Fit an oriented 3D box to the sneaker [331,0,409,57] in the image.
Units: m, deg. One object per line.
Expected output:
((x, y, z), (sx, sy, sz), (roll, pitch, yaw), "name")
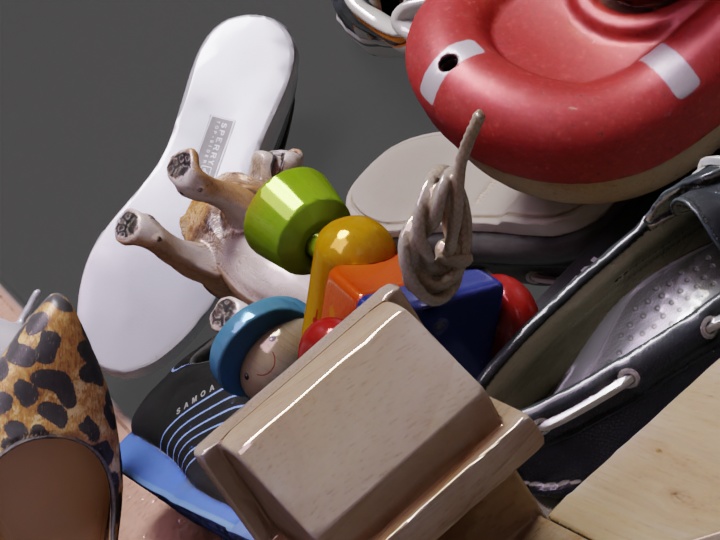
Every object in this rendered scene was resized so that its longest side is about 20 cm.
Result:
((0.025, -0.148, 1.082), (0.078, 0.079, 0.200), (-45, 29, -2), "sneaker")

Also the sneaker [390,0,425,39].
((0.090, -0.091, 0.898), (0.200, 0.088, 0.075), (15, 106, 54), "sneaker")

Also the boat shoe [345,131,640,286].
((0.060, -0.018, 0.909), (0.067, 0.057, 0.200), (-47, 24, -18), "boat shoe")

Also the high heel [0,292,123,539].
((-0.115, 0.119, 0.849), (0.143, 0.071, 0.200), (-146, 62, -63), "high heel")

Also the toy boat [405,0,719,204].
((0.100, -0.122, 0.784), (0.200, 0.131, 0.131), (-41, 47, 1), "toy boat")

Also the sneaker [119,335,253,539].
((-0.039, 0.075, 0.881), (0.078, 0.070, 0.200), (-56, 31, -9), "sneaker")

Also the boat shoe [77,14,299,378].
((-0.078, -0.032, 1.077), (0.069, 0.057, 0.200), (20, 73, 12), "boat shoe")

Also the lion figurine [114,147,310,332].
((-0.027, 0.006, 0.946), (0.073, 0.122, 0.200), (-52, 45, 9), "lion figurine")

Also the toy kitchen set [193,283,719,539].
((0.069, 0.095, 0.525), (0.200, 0.163, 0.180), (-40, 24, -15), "toy kitchen set")

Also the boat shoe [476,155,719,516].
((0.120, -0.002, 0.698), (0.200, 0.060, 0.076), (-47, 31, -6), "boat shoe")

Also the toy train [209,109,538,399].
((0.000, 0.000, 0.754), (0.085, 0.200, 0.116), (-14, 41, -29), "toy train")

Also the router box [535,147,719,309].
((0.152, 0.008, 0.760), (0.200, 0.052, 0.157), (-47, 31, -6), "router box")

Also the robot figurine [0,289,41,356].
((-0.198, 0.100, 0.991), (0.170, 0.113, 0.200), (-34, 25, 52), "robot figurine")
